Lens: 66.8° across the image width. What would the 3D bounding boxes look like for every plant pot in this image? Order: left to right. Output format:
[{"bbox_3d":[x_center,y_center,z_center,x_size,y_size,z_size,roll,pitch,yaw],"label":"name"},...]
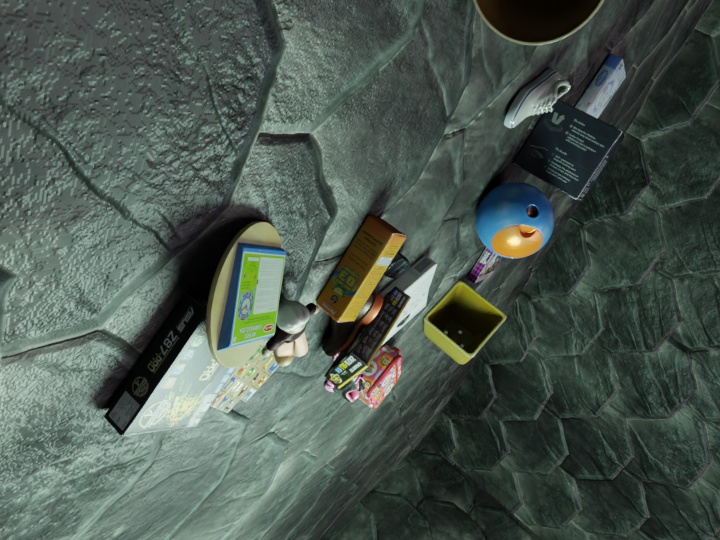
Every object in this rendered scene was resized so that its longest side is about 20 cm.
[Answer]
[{"bbox_3d":[0.328,0.196,1.812,0.195,0.194,0.200,-43,161,-22],"label":"plant pot"},{"bbox_3d":[0.275,-0.443,0.779,0.200,0.186,0.187,-50,162,-45],"label":"plant pot"}]

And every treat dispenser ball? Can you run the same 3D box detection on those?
[{"bbox_3d":[0.406,-0.132,1.443,0.201,0.201,0.201,-42,156,-24],"label":"treat dispenser ball"}]

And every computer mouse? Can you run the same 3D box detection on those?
[{"bbox_3d":[0.053,-0.027,1.142,0.059,0.034,0.200,-38,155,10],"label":"computer mouse"}]

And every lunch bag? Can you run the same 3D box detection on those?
[{"bbox_3d":[0.060,0.300,1.584,0.176,0.082,0.200,-49,160,-19],"label":"lunch bag"}]

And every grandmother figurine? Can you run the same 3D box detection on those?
[{"bbox_3d":[-0.111,0.099,0.902,0.121,0.061,0.200,-53,173,-21],"label":"grandmother figurine"}]

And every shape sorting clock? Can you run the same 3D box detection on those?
[{"bbox_3d":[-0.152,0.032,0.735,0.200,0.039,0.200,8,90,-76],"label":"shape sorting clock"}]

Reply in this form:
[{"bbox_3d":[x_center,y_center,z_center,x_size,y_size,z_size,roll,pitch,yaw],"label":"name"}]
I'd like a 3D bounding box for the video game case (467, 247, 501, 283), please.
[{"bbox_3d":[0.458,-0.055,1.880,0.181,0.036,0.200,-14,136,-59],"label":"video game case"}]

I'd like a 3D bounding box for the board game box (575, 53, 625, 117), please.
[{"bbox_3d":[0.734,-0.540,1.682,0.199,0.043,0.200,-60,157,17],"label":"board game box"}]

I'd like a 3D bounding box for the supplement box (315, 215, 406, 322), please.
[{"bbox_3d":[0.000,0.000,1.021,0.200,0.067,0.069,-60,157,15],"label":"supplement box"}]

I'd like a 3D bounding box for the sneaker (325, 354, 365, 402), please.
[{"bbox_3d":[-0.019,0.242,1.313,0.079,0.095,0.200,-30,148,-40],"label":"sneaker"}]

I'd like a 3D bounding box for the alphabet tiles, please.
[{"bbox_3d":[-0.189,0.171,0.984,0.200,0.006,0.166,-48,157,-12],"label":"alphabet tiles"}]

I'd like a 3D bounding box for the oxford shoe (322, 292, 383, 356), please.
[{"bbox_3d":[-0.035,0.102,1.131,0.200,0.072,0.071,-51,-160,32],"label":"oxford shoe"}]

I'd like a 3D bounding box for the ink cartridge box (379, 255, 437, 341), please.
[{"bbox_3d":[0.103,0.079,1.369,0.200,0.045,0.176,-38,153,-31],"label":"ink cartridge box"}]

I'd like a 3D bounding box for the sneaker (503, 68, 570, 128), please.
[{"bbox_3d":[0.401,-0.383,1.226,0.200,0.071,0.073,-45,157,-18],"label":"sneaker"}]

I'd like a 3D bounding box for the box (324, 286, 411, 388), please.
[{"bbox_3d":[0.014,0.144,1.172,0.200,0.049,0.160,-54,-176,-37],"label":"box"}]

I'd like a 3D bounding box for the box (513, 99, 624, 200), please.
[{"bbox_3d":[0.554,-0.320,1.454,0.117,0.197,0.200,-11,134,-60],"label":"box"}]

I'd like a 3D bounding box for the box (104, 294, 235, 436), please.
[{"bbox_3d":[-0.240,0.135,0.774,0.200,0.049,0.161,-55,160,2],"label":"box"}]
